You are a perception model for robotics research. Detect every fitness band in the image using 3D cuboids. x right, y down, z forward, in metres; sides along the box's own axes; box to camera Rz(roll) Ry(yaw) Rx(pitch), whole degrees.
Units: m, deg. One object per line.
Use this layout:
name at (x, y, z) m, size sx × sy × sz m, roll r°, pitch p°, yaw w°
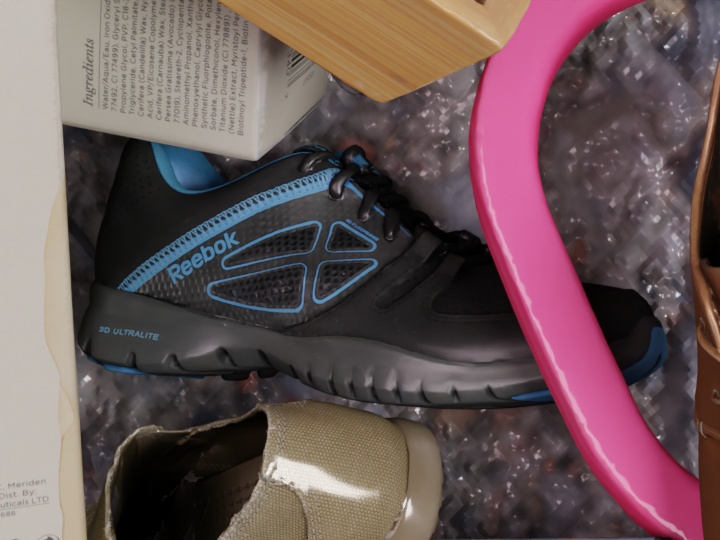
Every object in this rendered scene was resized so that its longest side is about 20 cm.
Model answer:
fitness band at (0.114, -0.007, 0.737) m, size 0.144 × 0.037 × 0.200 m, roll -23°, pitch 80°, yaw -3°

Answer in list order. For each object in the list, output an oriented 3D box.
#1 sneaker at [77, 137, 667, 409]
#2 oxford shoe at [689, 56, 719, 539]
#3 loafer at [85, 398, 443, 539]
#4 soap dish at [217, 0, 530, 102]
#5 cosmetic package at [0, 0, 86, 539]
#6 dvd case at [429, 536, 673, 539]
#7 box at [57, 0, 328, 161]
sneaker at (0.000, 0.000, 0.805) m, size 0.200 × 0.073 × 0.082 m, roll 6°, pitch 89°, yaw 23°
oxford shoe at (0.110, 0.030, 0.670) m, size 0.071 × 0.071 × 0.200 m, roll -9°, pitch 75°, yaw 34°
loafer at (-0.063, 0.087, 0.817) m, size 0.200 × 0.067 × 0.076 m, roll -32°, pitch 40°, yaw 32°
soap dish at (-0.028, -0.149, 0.743) m, size 0.200 × 0.157 × 0.081 m, roll 33°, pitch 132°, yaw -5°
cosmetic package at (-0.128, -0.014, 0.769) m, size 0.073 × 0.104 × 0.200 m, roll -6°, pitch 120°, yaw -13°
dvd case at (0.003, 0.145, 0.755) m, size 0.200 × 0.018 × 0.143 m, roll -8°, pitch 52°, yaw 50°
box at (-0.112, -0.098, 0.832) m, size 0.200 × 0.068 × 0.082 m, roll 13°, pitch 116°, yaw 16°
